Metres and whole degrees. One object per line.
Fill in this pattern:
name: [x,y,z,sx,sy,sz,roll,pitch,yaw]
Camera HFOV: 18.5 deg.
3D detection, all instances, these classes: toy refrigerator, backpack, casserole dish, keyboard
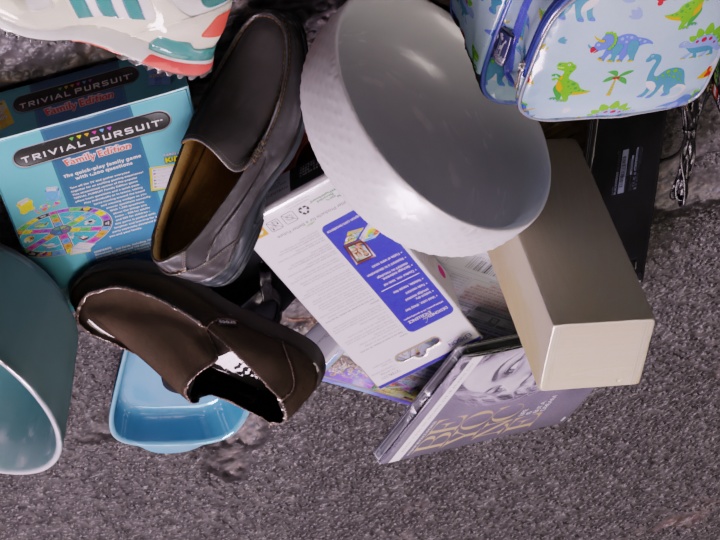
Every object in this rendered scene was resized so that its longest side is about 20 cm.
toy refrigerator: [0.141,-0.005,1.582,0.075,0.201,0.070,-4,133,-13]
backpack: [0.168,-0.204,1.482,0.182,0.148,0.201,-6,136,-17]
casserole dish: [-0.140,0.073,1.787,0.120,0.039,0.201,0,139,-19]
keyboard: [0.212,-0.082,1.679,0.126,0.021,0.201,-13,120,-35]

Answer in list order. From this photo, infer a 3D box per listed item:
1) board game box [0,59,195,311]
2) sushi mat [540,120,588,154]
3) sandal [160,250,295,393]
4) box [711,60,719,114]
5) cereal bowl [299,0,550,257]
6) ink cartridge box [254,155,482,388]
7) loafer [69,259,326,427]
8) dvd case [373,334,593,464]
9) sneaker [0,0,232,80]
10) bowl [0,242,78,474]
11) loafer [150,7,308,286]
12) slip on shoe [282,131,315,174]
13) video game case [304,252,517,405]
board game box: [-0.181,-0.062,1.607,0.150,0.047,0.201,-15,141,-3]
sushi mat: [0.096,-0.068,1.720,0.199,0.012,0.096,-30,139,17]
sandal: [-0.090,0.038,1.692,0.076,0.043,0.200,4,140,-28]
box: [0.321,-0.198,1.626,0.109,0.035,0.201,-11,140,-6]
cereal bowl: [0.034,-0.091,1.529,0.199,0.201,0.083,20,136,-36]
ink cartridge box: [0.000,0.000,1.617,0.094,0.037,0.200,-27,126,18]
loafer: [-0.123,0.055,1.627,0.199,0.072,0.073,20,133,-1]
dvd case: [0.121,0.092,1.743,0.199,0.016,0.149,-9,149,-37]
sneaker: [-0.172,-0.195,1.452,0.199,0.070,0.094,13,115,-28]
bowl: [-0.286,0.049,1.622,0.199,0.105,0.201,18,146,13]
loafer: [-0.090,-0.086,1.526,0.072,0.072,0.201,5,102,-63]
slip on shoe: [-0.041,-0.061,1.646,0.074,0.061,0.201,0,140,-21]
video game case: [0.085,0.038,1.740,0.199,0.046,0.181,18,130,-35]
